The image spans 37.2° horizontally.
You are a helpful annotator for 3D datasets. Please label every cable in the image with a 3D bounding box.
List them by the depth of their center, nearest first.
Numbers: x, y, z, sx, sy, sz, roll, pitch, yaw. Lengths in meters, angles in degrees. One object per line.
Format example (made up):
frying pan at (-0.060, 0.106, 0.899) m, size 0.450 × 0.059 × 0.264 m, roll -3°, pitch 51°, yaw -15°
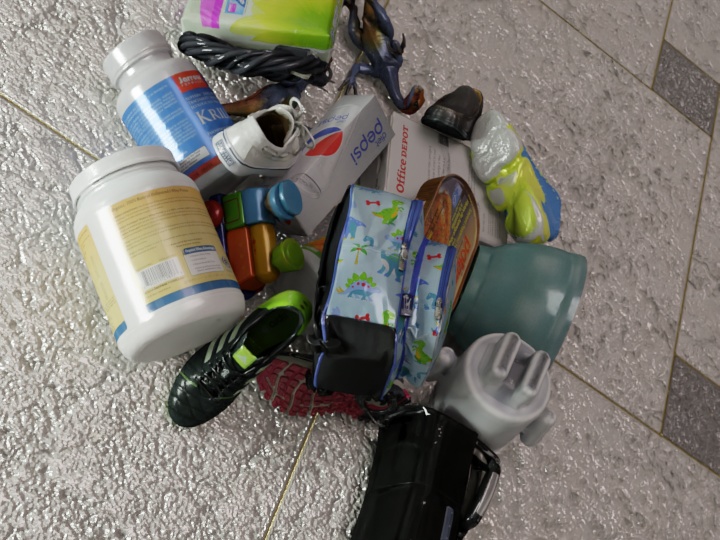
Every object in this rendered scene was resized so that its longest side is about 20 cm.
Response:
cable at (-0.142, -0.255, 1.305) m, size 0.198 × 0.051 × 0.163 m, roll 15°, pitch 15°, yaw 21°

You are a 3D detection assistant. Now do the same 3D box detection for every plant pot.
plant pot at (0.188, 0.046, 1.377) m, size 0.133 × 0.201 × 0.201 m, roll 24°, pitch 53°, yaw -1°

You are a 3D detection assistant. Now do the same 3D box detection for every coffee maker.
coffee maker at (0.048, 0.267, 1.202) m, size 0.191 × 0.135 × 0.201 m, roll 25°, pitch 54°, yaw -8°

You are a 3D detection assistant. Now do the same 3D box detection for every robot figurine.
robot figurine at (0.151, 0.151, 1.272) m, size 0.169 × 0.200 × 0.113 m, roll 35°, pitch 54°, yaw 0°

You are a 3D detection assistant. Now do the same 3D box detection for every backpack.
backpack at (0.026, 0.022, 1.141) m, size 0.145 × 0.183 × 0.202 m, roll 9°, pitch 65°, yaw 0°

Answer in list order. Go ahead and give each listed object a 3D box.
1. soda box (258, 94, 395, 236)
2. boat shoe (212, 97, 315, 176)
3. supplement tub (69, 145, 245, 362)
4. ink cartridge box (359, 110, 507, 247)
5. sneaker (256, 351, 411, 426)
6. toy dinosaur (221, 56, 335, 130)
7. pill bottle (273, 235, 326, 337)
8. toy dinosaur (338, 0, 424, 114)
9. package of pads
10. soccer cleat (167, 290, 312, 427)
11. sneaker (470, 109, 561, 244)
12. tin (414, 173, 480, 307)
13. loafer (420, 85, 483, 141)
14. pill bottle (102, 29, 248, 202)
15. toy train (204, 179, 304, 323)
soda box at (-0.043, -0.136, 1.351) m, size 0.200 × 0.063 × 0.069 m, roll -50°, pitch 127°, yaw -27°
boat shoe at (-0.095, -0.161, 1.232) m, size 0.075 × 0.086 × 0.202 m, roll 59°, pitch 18°, yaw 3°
supplement tub at (-0.223, -0.018, 1.158) m, size 0.144 × 0.145 × 0.201 m, roll -15°, pitch 74°, yaw -38°
ink cartridge box at (0.099, -0.104, 1.458) m, size 0.199 × 0.083 × 0.148 m, roll 22°, pitch 55°, yaw -23°
sneaker at (-0.036, 0.127, 1.256) m, size 0.199 × 0.081 × 0.075 m, roll 16°, pitch 40°, yaw -34°
toy dinosaur at (-0.102, -0.238, 1.401) m, size 0.198 × 0.105 × 0.182 m, roll 20°, pitch 37°, yaw -11°
pill bottle at (0.000, 0.000, 1.318) m, size 0.199 × 0.111 × 0.112 m, roll -24°, pitch 80°, yaw -40°
toy dinosaur at (0.042, -0.318, 1.530) m, size 0.182 × 0.104 × 0.200 m, roll 58°, pitch 35°, yaw -19°
package of pads at (-0.123, -0.356, 1.412) m, size 0.198 × 0.068 × 0.156 m, roll 9°, pitch 58°, yaw 2°
soccer cleat at (-0.133, 0.095, 1.139) m, size 0.200 × 0.081 × 0.068 m, roll -42°, pitch 94°, yaw 5°
sneaker at (0.215, -0.120, 1.458) m, size 0.105 × 0.075 × 0.202 m, roll 12°, pitch 57°, yaw -52°
tin at (0.094, -0.030, 1.316) m, size 0.112 × 0.042 × 0.201 m, roll 53°, pitch 45°, yaw -30°
loafer at (0.132, -0.225, 1.490) m, size 0.072 × 0.073 × 0.200 m, roll 24°, pitch 12°, yaw 6°
pill bottle at (-0.219, -0.180, 1.269) m, size 0.112 × 0.112 × 0.201 m, roll -30°, pitch 85°, yaw -40°
toy train at (-0.113, 0.000, 1.229) m, size 0.084 × 0.115 × 0.202 m, roll 11°, pitch 66°, yaw -55°
